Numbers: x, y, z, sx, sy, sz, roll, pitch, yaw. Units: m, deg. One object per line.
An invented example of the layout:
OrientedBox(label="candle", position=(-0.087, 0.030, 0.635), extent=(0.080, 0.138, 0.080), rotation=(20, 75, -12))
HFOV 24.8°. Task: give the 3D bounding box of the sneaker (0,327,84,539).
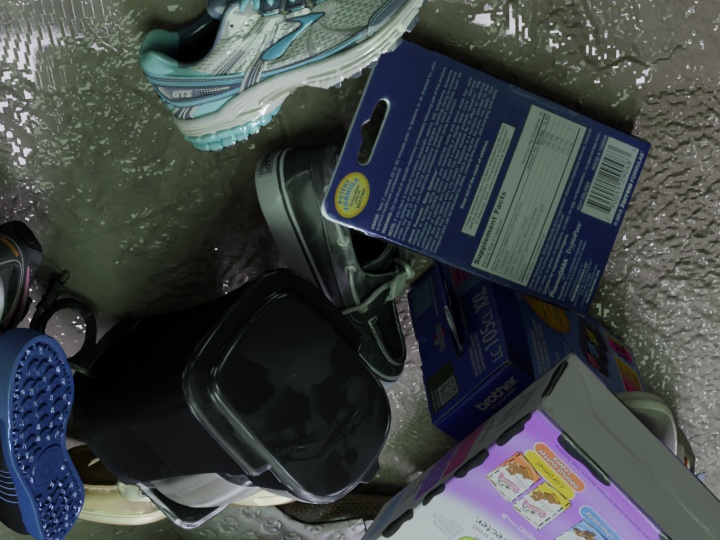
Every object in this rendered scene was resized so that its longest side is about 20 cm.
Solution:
OrientedBox(label="sneaker", position=(-0.234, 0.105, 1.083), extent=(0.077, 0.070, 0.201), rotation=(23, 138, 19))

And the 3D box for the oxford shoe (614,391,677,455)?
OrientedBox(label="oxford shoe", position=(0.165, 0.160, 1.069), extent=(0.074, 0.058, 0.201), rotation=(3, 129, -7))

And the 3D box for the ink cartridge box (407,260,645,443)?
OrientedBox(label="ink cartridge box", position=(0.109, 0.068, 1.111), extent=(0.199, 0.137, 0.076), rotation=(33, 118, -30))

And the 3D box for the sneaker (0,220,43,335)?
OrientedBox(label="sneaker", position=(-0.257, 0.036, 1.085), extent=(0.080, 0.086, 0.200), rotation=(48, 139, -3))

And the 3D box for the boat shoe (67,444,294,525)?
OrientedBox(label="boat shoe", position=(-0.131, 0.135, 1.189), extent=(0.198, 0.074, 0.063), rotation=(-5, 130, -15))

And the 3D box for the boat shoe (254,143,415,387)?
OrientedBox(label="boat shoe", position=(0.000, -0.002, 1.082), extent=(0.067, 0.074, 0.201), rotation=(-10, 123, 22))

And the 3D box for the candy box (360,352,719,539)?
OrientedBox(label="candy box", position=(0.115, 0.176, 1.023), extent=(0.168, 0.072, 0.200), rotation=(45, 127, -3))

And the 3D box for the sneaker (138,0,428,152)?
OrientedBox(label="sneaker", position=(-0.044, -0.147, 0.952), extent=(0.199, 0.078, 0.086), rotation=(-32, 123, 20))

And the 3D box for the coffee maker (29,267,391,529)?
OrientedBox(label="coffee maker", position=(-0.103, 0.076, 1.046), extent=(0.191, 0.136, 0.200), rotation=(25, 157, -23))

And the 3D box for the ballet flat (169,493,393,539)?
OrientedBox(label="ballet flat", position=(-0.048, 0.188, 1.262), extent=(0.198, 0.046, 0.068), rotation=(5, 117, -7))

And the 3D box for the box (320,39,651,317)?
OrientedBox(label="box", position=(0.077, -0.059, 1.032), extent=(0.198, 0.032, 0.122), rotation=(20, 93, -23))

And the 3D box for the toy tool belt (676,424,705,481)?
OrientedBox(label="toy tool belt", position=(0.197, 0.206, 1.207), extent=(0.124, 0.123, 0.202), rotation=(7, 102, -11))
